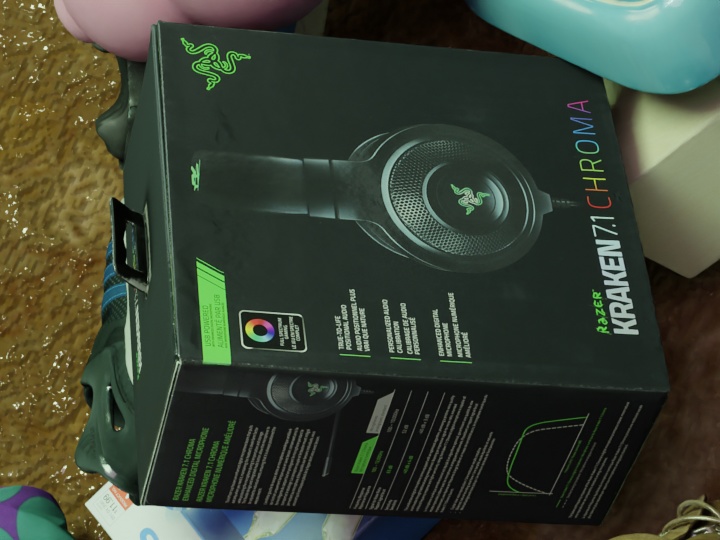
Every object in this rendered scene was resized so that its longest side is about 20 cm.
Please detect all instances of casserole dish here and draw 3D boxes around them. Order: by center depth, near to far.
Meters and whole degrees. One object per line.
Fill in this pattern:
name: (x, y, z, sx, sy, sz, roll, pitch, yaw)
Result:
casserole dish: (0.105, -0.144, 0.962, 0.121, 0.039, 0.200, -52, 38, -3)

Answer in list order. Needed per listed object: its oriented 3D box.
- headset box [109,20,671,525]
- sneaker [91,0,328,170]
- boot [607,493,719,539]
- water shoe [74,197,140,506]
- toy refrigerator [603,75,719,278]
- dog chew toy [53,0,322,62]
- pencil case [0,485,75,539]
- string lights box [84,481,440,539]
headset box: (0.000, 0.000, 0.931, 0.199, 0.093, 0.175, 4, 49, -13)
sneaker: (-0.070, -0.136, 1.075, 0.111, 0.077, 0.201, 6, 104, -8)
boot: (0.120, 0.113, 0.903, 0.073, 0.200, 0.076, 22, 81, 17)
water shoe: (-0.094, 0.026, 1.036, 0.071, 0.200, 0.079, 37, 107, -16)
toy refrigerator: (0.176, -0.083, 0.958, 0.200, 0.070, 0.076, -41, 34, 41)
dog chew toy: (-0.043, -0.156, 0.981, 0.200, 0.124, 0.125, -30, 65, 21)
pencil case: (-0.128, 0.194, 1.036, 0.092, 0.085, 0.200, -32, 64, -6)
string lights box: (-0.010, 0.074, 1.042, 0.200, 0.059, 0.103, -44, 65, 3)
